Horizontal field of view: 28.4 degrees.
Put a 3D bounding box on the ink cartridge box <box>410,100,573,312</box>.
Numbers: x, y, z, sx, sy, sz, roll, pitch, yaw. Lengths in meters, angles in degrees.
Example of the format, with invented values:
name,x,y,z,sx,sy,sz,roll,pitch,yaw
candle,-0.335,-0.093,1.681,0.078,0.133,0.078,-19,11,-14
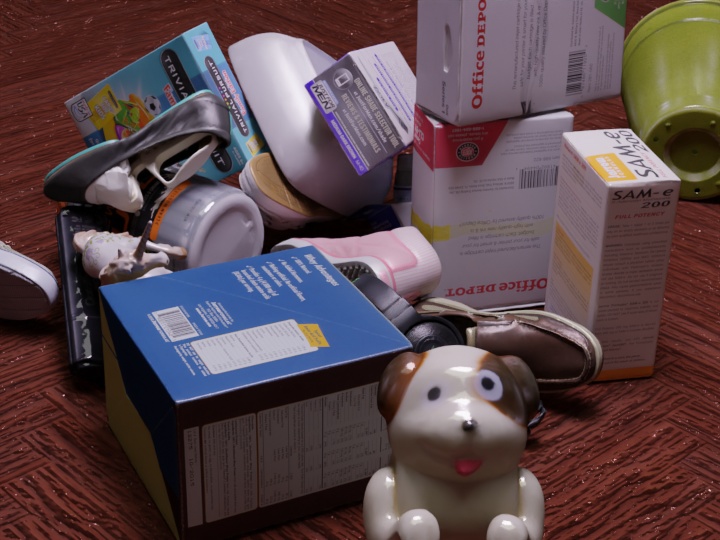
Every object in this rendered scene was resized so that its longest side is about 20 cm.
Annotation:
name,x,y,z,sx,sy,sz,roll,pitch,yaw
ink cartridge box,0.127,-0.067,1.423,0.143,0.202,0.084,-5,25,-14

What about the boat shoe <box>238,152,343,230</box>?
name,x,y,z,sx,sy,sz,roll,pitch,yaw
boat shoe,-0.084,-0.073,1.513,0.069,0.072,0.200,-25,-15,19

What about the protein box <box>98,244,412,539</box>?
name,x,y,z,sx,sy,sz,roll,pitch,yaw
protein box,-0.088,0.094,1.166,0.198,0.136,0.198,-11,30,-24

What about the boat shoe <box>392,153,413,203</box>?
name,x,y,z,sx,sy,sz,roll,pitch,yaw
boat shoe,0.109,-0.112,1.623,0.071,0.063,0.199,9,15,35

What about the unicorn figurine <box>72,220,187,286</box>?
name,x,y,z,sx,sy,sz,roll,pitch,yaw
unicorn figurine,-0.196,0.001,1.274,0.137,0.075,0.199,17,-6,-42

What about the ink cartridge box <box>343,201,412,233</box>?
name,x,y,z,sx,sy,sz,roll,pitch,yaw
ink cartridge box,0.089,-0.054,1.522,0.198,0.040,0.099,-5,-5,-14

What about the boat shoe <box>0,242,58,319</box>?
name,x,y,z,sx,sy,sz,roll,pitch,yaw
boat shoe,-0.372,-0.006,1.388,0.198,0.073,0.062,12,40,23

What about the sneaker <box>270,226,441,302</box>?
name,x,y,z,sx,sy,sz,roll,pitch,yaw
sneaker,0.000,0.000,1.389,0.104,0.076,0.199,-19,16,-34

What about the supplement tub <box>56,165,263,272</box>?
name,x,y,z,sx,sy,sz,roll,pitch,yaw
supplement tub,-0.207,-0.048,1.445,0.198,0.124,0.122,19,32,31

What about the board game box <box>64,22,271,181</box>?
name,x,y,z,sx,sy,sz,roll,pitch,yaw
board game box,-0.209,-0.154,1.525,0.199,0.152,0.047,-21,11,38

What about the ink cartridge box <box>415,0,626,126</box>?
name,x,y,z,sx,sy,sz,roll,pitch,yaw
ink cartridge box,0.153,-0.230,1.358,0.198,0.148,0.084,-12,26,-27

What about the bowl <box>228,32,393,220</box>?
name,x,y,z,sx,sy,sz,roll,pitch,yaw
bowl,-0.040,-0.164,1.544,0.200,0.074,0.201,25,37,-61

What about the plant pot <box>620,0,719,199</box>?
name,x,y,z,sx,sy,sz,roll,pitch,yaw
plant pot,0.404,-0.191,1.717,0.198,0.202,0.194,7,40,10

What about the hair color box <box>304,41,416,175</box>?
name,x,y,z,sx,sy,sz,roll,pitch,yaw
hair color box,0.017,-0.173,1.488,0.064,0.110,0.200,-31,3,17

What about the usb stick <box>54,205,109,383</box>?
name,x,y,z,sx,sy,sz,roll,pitch,yaw
usb stick,-0.254,0.020,1.332,0.055,0.033,0.201,7,47,-26

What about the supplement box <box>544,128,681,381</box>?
name,x,y,z,sx,sy,sz,roll,pitch,yaw
supplement box,0.231,-0.016,1.328,0.073,0.202,0.126,-4,28,-12

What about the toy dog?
name,x,y,z,sx,sy,sz,roll,pitch,yaw
toy dog,0.071,0.151,0.998,0.138,0.202,0.194,6,28,7

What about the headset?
name,x,y,z,sx,sy,sz,roll,pitch,yaw
headset,0.066,0.078,1.233,0.094,0.124,0.200,-37,72,-15

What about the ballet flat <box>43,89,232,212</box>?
name,x,y,z,sx,sy,sz,roll,pitch,yaw
ballet flat,-0.211,-0.103,1.366,0.199,0.068,0.069,-29,67,4

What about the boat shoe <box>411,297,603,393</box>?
name,x,y,z,sx,sy,sz,roll,pitch,yaw
boat shoe,0.117,0.072,1.286,0.200,0.076,0.075,7,10,33
